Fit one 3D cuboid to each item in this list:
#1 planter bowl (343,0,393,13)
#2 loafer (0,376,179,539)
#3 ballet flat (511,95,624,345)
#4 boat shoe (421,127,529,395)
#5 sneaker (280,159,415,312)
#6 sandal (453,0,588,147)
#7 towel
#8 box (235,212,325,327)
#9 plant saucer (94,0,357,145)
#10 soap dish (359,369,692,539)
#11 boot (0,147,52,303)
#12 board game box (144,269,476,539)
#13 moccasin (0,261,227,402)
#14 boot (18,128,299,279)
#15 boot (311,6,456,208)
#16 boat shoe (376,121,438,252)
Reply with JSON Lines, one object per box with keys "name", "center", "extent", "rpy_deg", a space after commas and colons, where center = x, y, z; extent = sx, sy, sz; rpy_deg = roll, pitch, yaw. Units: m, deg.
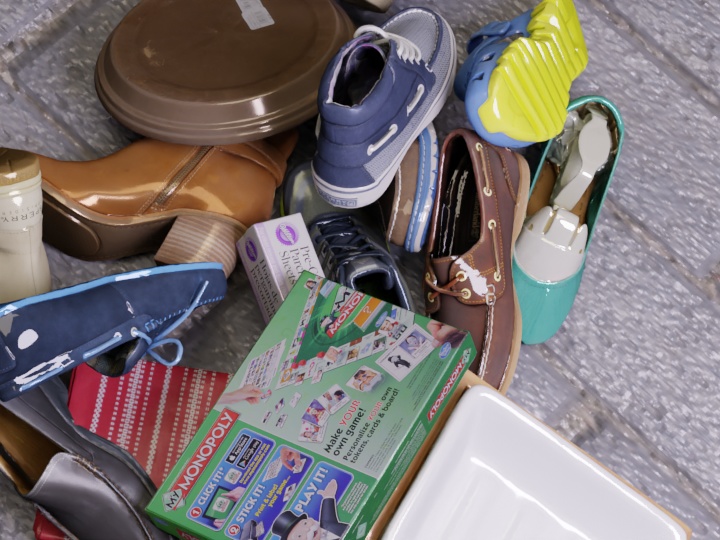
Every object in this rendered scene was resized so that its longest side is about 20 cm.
{"name": "planter bowl", "center": [-0.008, -0.276, 1.583], "extent": [0.200, 0.200, 0.135], "rpy_deg": [25, 91, 8]}
{"name": "loafer", "center": [-0.199, 0.135, 1.385], "extent": [0.200, 0.073, 0.072], "rpy_deg": [46, 28, 5]}
{"name": "ballet flat", "center": [0.144, -0.045, 1.537], "extent": [0.067, 0.070, 0.201], "rpy_deg": [20, 66, -1]}
{"name": "boat shoe", "center": [0.072, -0.001, 1.492], "extent": [0.070, 0.070, 0.201], "rpy_deg": [-7, 71, 35]}
{"name": "sneaker", "center": [0.000, 0.000, 1.500], "extent": [0.074, 0.081, 0.200], "rpy_deg": [-21, 66, -13]}
{"name": "sandal", "center": [0.107, -0.138, 1.546], "extent": [0.087, 0.200, 0.080], "rpy_deg": [-15, 106, 23]}
{"name": "towel", "center": [-0.116, 0.136, 1.462], "extent": [0.199, 0.023, 0.145], "rpy_deg": [9, 65, 0]}
{"name": "box", "center": [-0.030, 0.060, 1.461], "extent": [0.041, 0.039, 0.201], "rpy_deg": [-14, 76, -28]}
{"name": "plant saucer", "center": [-0.099, -0.163, 1.556], "extent": [0.199, 0.030, 0.200], "rpy_deg": [-4, 40, 4]}
{"name": "soap dish", "center": [0.102, 0.184, 1.396], "extent": [0.200, 0.081, 0.158], "rpy_deg": [35, 67, -9]}
{"name": "boot", "center": [-0.270, -0.010, 1.482], "extent": [0.073, 0.200, 0.156], "rpy_deg": [-20, 108, -34]}
{"name": "board game box", "center": [-0.031, 0.103, 1.372], "extent": [0.134, 0.029, 0.200], "rpy_deg": [20, 64, 29]}
{"name": "moccasin", "center": [-0.172, 0.040, 1.404], "extent": [0.199, 0.080, 0.068], "rpy_deg": [-15, 91, -37]}
{"name": "boot", "center": [-0.154, -0.080, 1.533], "extent": [0.199, 0.077, 0.156], "rpy_deg": [21, 61, 12]}
{"name": "boot", "center": [0.021, -0.139, 1.469], "extent": [0.072, 0.091, 0.200], "rpy_deg": [13, 48, 11]}
{"name": "boat shoe", "center": [0.013, -0.090, 1.533], "extent": [0.072, 0.072, 0.200], "rpy_deg": [6, 41, -9]}
